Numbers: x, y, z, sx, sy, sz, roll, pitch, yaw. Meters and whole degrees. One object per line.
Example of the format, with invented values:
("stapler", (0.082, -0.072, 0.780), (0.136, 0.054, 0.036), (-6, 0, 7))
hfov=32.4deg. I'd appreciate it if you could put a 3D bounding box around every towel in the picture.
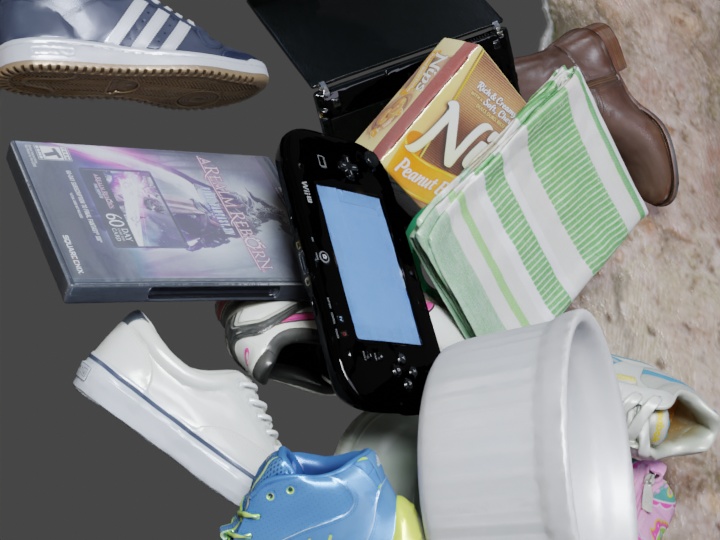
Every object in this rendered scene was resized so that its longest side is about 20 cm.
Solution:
("towel", (0.130, -0.035, 0.919), (0.200, 0.023, 0.153), (-46, 119, -25))

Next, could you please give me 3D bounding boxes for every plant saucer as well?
("plant saucer", (0.056, 0.184, 0.850), (0.200, 0.050, 0.202), (33, 45, -41))

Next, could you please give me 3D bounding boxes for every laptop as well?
("laptop", (0.027, -0.146, 0.993), (0.176, 0.103, 0.202), (-22, 110, -20))

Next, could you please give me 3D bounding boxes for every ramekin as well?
("ramekin", (0.108, 0.131, 0.780), (0.200, 0.097, 0.203), (-9, 90, -69))

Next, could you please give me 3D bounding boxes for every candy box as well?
("candy box", (0.098, -0.066, 0.955), (0.116, 0.055, 0.200), (-49, 120, -7))

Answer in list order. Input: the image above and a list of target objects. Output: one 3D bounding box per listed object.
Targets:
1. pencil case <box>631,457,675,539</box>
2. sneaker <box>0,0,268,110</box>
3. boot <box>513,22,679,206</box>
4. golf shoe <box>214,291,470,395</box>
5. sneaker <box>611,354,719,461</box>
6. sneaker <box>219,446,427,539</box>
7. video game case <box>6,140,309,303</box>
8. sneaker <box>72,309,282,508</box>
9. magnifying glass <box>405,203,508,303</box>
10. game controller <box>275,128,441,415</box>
("pencil case", (0.172, 0.215, 0.913), (0.088, 0.087, 0.200), (52, 39, -6))
("sneaker", (-0.159, -0.177, 0.869), (0.198, 0.070, 0.110), (0, 73, -32))
("boot", (0.176, -0.111, 1.085), (0.199, 0.064, 0.188), (-27, 89, -36))
("golf shoe", (-0.003, 0.059, 0.866), (0.198, 0.073, 0.092), (7, 35, -28))
("sneaker", (0.183, 0.099, 0.922), (0.198, 0.081, 0.077), (6, 102, -34))
("sneaker", (-0.061, 0.166, 0.747), (0.198, 0.076, 0.106), (-21, 93, 0))
("video game case", (-0.121, -0.033, 0.828), (0.198, 0.019, 0.143), (-1, 42, -34))
("sneaker", (-0.086, 0.102, 0.797), (0.199, 0.073, 0.071), (38, 81, -16))
("magnifying glass", (0.109, 0.017, 0.945), (0.200, 0.022, 0.080), (38, 91, -29))
("game controller", (0.000, 0.000, 0.814), (0.104, 0.042, 0.202), (17, 51, -53))
